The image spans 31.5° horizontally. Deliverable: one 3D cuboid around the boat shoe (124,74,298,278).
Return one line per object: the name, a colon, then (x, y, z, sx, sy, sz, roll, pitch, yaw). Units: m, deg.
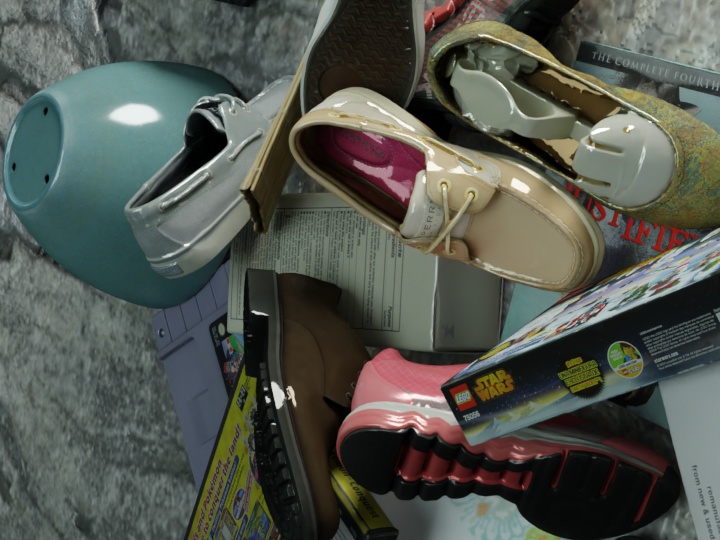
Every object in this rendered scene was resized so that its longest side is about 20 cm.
boat shoe: (-0.093, -0.085, 0.895, 0.070, 0.201, 0.072, -2, 132, 41)

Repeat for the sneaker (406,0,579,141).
sneaker: (0.085, -0.143, 0.802, 0.200, 0.070, 0.099, -31, 67, 41)

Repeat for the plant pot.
plant pot: (-0.201, -0.078, 1.010, 0.199, 0.134, 0.202, -12, 73, 45)

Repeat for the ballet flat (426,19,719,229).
ballet flat: (0.119, -0.078, 0.709, 0.199, 0.071, 0.071, 34, 112, 22)

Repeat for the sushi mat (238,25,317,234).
sushi mat: (-0.034, -0.126, 0.859, 0.012, 0.096, 0.202, 20, 74, 7)

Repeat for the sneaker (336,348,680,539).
sneaker: (0.088, 0.089, 0.729, 0.087, 0.198, 0.074, -82, 8, -46)

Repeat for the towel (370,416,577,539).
towel: (0.057, 0.189, 0.803, 0.169, 0.048, 0.202, -2, 87, 22)

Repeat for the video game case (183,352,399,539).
video game case: (-0.057, 0.186, 0.837, 0.181, 0.025, 0.201, 49, 128, 45)

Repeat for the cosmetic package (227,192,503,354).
cosmetic package: (0.000, 0.000, 0.875, 0.199, 0.071, 0.106, 4, 89, 44)

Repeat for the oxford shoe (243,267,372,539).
oxford shoe: (-0.024, 0.075, 0.763, 0.073, 0.083, 0.201, 103, 164, -47)

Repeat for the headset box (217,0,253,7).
headset box: (-0.101, -0.327, 0.970, 0.200, 0.092, 0.175, -44, 60, 34)

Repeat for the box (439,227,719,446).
box: (0.150, 0.020, 0.643, 0.199, 0.136, 0.040, -29, 90, 46)

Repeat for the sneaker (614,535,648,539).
sneaker: (0.147, 0.253, 0.716, 0.074, 0.088, 0.202, -6, 83, 44)

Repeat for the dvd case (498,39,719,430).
dvd case: (0.164, -0.023, 0.755, 0.145, 0.022, 0.202, 25, 105, 41)

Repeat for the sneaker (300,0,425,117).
sneaker: (0.012, -0.168, 0.797, 0.072, 0.085, 0.202, 15, 119, 0)

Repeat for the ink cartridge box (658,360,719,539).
ink cartridge box: (0.268, 0.089, 0.565, 0.199, 0.146, 0.148, -24, 72, 40)

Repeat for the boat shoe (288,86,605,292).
boat shoe: (0.043, -0.039, 0.739, 0.199, 0.069, 0.074, 29, 121, 22)

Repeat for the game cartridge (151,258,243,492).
game cartridge: (-0.096, 0.101, 0.991, 0.129, 0.038, 0.202, -36, 65, 41)
